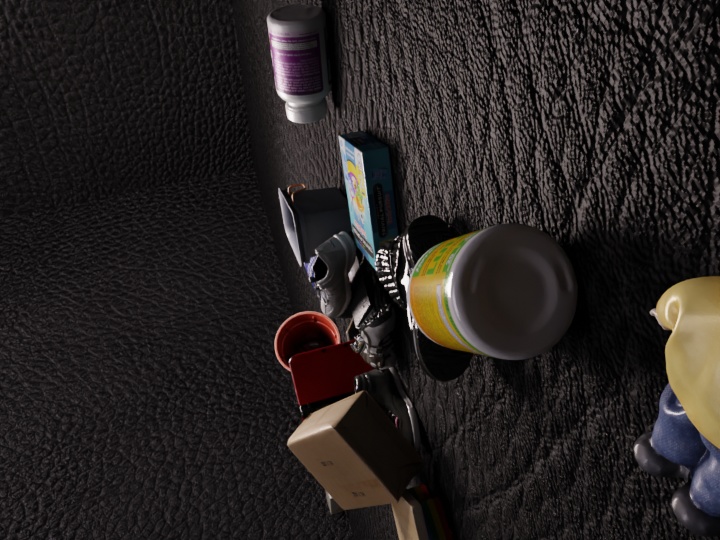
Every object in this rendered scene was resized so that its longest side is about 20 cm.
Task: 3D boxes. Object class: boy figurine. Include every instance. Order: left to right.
[{"bbox_3d":[0.196,0.049,0.331,0.125,0.064,0.201,-115,17,-49],"label":"boy figurine"}]

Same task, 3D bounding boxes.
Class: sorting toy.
[{"bbox_3d":[0.122,0.495,1.190,0.200,0.069,0.200,162,95,-79],"label":"sorting toy"}]

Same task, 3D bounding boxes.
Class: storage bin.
[{"bbox_3d":[-0.091,-0.118,1.384,0.200,0.134,0.146,-125,24,-60],"label":"storage bin"}]

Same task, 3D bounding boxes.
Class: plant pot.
[{"bbox_3d":[-0.153,0.257,2.028,0.195,0.200,0.202,81,172,-65],"label":"plant pot"}]

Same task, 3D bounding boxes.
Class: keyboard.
[{"bbox_3d":[0.000,0.000,1.247,0.201,0.020,0.127,-106,32,-40],"label":"keyboard"}]

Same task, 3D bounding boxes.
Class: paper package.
[{"bbox_3d":[-0.012,0.344,1.213,0.191,0.103,0.200,50,140,-3],"label":"paper package"}]

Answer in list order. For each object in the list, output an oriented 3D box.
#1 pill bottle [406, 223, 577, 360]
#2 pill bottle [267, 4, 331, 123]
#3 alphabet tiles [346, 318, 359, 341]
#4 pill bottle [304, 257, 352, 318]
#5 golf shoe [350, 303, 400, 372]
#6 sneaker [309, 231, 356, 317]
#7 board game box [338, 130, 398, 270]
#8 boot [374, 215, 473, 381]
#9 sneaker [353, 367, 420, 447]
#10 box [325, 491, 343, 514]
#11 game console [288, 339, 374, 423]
[{"bbox_3d":[0.108,0.022,0.611,0.200,0.110,0.112,164,93,-79],"label":"pill bottle"},{"bbox_3d":[-0.113,-0.392,1.237,0.112,0.112,0.201,-117,18,-50],"label":"pill bottle"},{"bbox_3d":[-0.010,0.207,1.490,0.200,0.008,0.168,-62,-36,-72],"label":"alphabet tiles"},{"bbox_3d":[-0.053,0.013,1.402,0.200,0.111,0.112,-119,19,-54],"label":"pill bottle"},{"bbox_3d":[0.044,0.130,1.202,0.095,0.078,0.200,51,160,14],"label":"golf shoe"},{"bbox_3d":[-0.065,0.013,1.223,0.075,0.082,0.201,49,145,38],"label":"sneaker"},{"bbox_3d":[0.015,-0.119,1.080,0.151,0.047,0.201,-126,26,-64],"label":"board game box"},{"bbox_3d":[0.080,0.043,0.847,0.158,0.079,0.212,138,130,-70],"label":"boot"},{"bbox_3d":[0.045,0.268,1.239,0.200,0.099,0.071,-117,20,-48],"label":"sneaker"},{"bbox_3d":[-0.113,1.024,2.940,0.201,0.077,0.095,91,162,-51],"label":"box"},{"bbox_3d":[-0.040,0.257,1.386,0.173,0.199,0.119,87,165,-44],"label":"game console"}]
